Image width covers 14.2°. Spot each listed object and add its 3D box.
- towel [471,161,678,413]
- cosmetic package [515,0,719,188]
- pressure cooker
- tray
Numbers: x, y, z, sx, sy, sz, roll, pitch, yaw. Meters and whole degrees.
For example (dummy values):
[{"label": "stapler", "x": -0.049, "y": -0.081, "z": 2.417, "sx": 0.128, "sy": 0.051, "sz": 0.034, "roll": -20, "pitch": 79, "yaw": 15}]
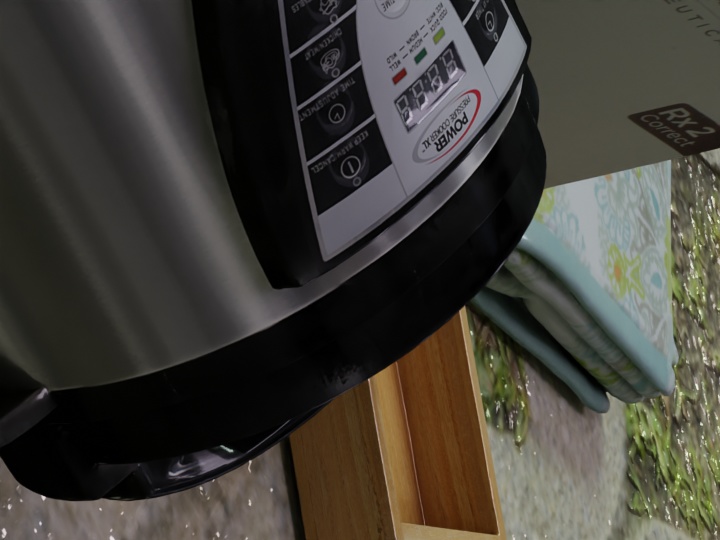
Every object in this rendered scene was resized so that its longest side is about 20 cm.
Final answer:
[{"label": "towel", "x": 0.080, "y": -0.050, "z": 1.183, "sx": 0.200, "sy": 0.048, "sz": 0.172, "roll": 44, "pitch": 42, "yaw": -56}, {"label": "cosmetic package", "x": 0.057, "y": -0.135, "z": 0.892, "sx": 0.165, "sy": 0.200, "sz": 0.165, "roll": 28, "pitch": 58, "yaw": -48}, {"label": "pressure cooker", "x": -0.048, "y": -0.050, "z": 0.723, "sx": 0.179, "sy": 0.176, "sz": 0.200, "roll": -95, "pitch": 162, "yaw": -61}, {"label": "tray", "x": 0.000, "y": 0.000, "z": 0.988, "sx": 0.099, "sy": 0.037, "sz": 0.200, "roll": 18, "pitch": 61, "yaw": -64}]
